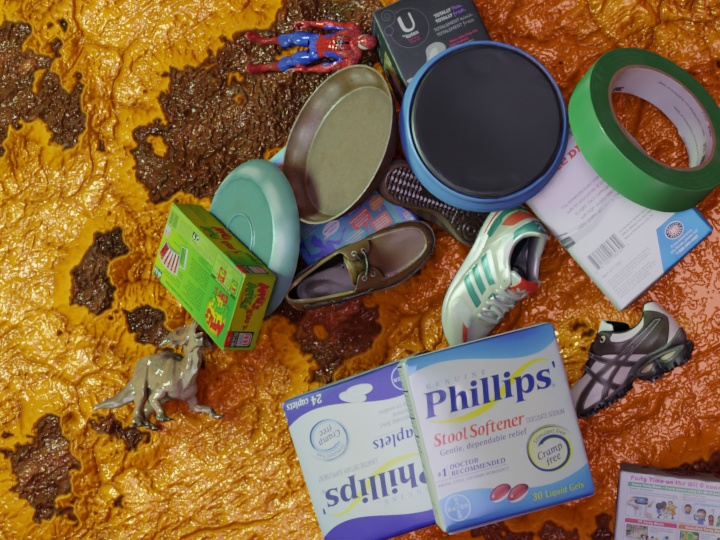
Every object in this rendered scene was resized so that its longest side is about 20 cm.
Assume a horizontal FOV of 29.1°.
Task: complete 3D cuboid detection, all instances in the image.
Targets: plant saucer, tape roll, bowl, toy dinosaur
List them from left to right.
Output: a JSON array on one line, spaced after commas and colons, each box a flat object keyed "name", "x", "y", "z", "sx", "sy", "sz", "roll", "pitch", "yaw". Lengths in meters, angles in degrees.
[{"name": "toy dinosaur", "x": -0.253, "y": 0.132, "z": 1.795, "sx": 0.198, "sy": 0.086, "sz": 0.137, "roll": -14, "pitch": 76, "yaw": 29}, {"name": "plant saucer", "x": -0.143, "y": -0.039, "z": 1.732, "sx": 0.199, "sy": 0.027, "sz": 0.203, "roll": -5, "pitch": 84, "yaw": 51}, {"name": "plant saucer", "x": -0.020, "y": -0.147, "z": 1.667, "sx": 0.199, "sy": 0.034, "sz": 0.202, "roll": -24, "pitch": 56, "yaw": 41}, {"name": "bowl", "x": 0.144, "y": -0.169, "z": 1.601, "sx": 0.198, "sy": 0.039, "sz": 0.203, "roll": 0, "pitch": 83, "yaw": -2}, {"name": "tape roll", "x": 0.336, "y": -0.163, "z": 1.599, "sx": 0.201, "sy": 0.200, "sz": 0.048, "roll": 50, "pitch": 139, "yaw": 8}]

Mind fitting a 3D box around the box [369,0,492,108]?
[{"name": "box", "x": 0.104, "y": -0.233, "z": 1.681, "sx": 0.121, "sy": 0.106, "sz": 0.202, "roll": -23, "pitch": 84, "yaw": -5}]

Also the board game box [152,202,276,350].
[{"name": "board game box", "x": -0.185, "y": 0.005, "z": 1.723, "sx": 0.200, "sy": 0.047, "sz": 0.103, "roll": 41, "pitch": 120, "yaw": 45}]

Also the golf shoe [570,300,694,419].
[{"name": "golf shoe", "x": 0.296, "y": 0.111, "z": 1.658, "sx": 0.199, "sy": 0.078, "sz": 0.095, "roll": -33, "pitch": 82, "yaw": 18}]

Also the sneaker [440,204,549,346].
[{"name": "sneaker", "x": 0.165, "y": 0.020, "z": 1.669, "sx": 0.070, "sy": 0.093, "sz": 0.201, "roll": 17, "pitch": 105, "yaw": -32}]

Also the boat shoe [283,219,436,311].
[{"name": "boat shoe", "x": 0.000, "y": 0.000, "z": 1.692, "sx": 0.199, "sy": 0.068, "sz": 0.072, "roll": -28, "pitch": 86, "yaw": 12}]

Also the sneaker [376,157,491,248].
[{"name": "sneaker", "x": 0.097, "y": -0.090, "z": 1.694, "sx": 0.199, "sy": 0.075, "sz": 0.071, "roll": 27, "pitch": 95, "yaw": -28}]

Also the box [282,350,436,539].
[{"name": "box", "x": 0.026, "y": 0.224, "z": 1.712, "sx": 0.182, "sy": 0.105, "sz": 0.202, "roll": -20, "pitch": 86, "yaw": 13}]

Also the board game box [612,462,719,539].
[{"name": "board game box", "x": 0.373, "y": 0.341, "z": 1.651, "sx": 0.146, "sy": 0.064, "sz": 0.203, "roll": 6, "pitch": 93, "yaw": 12}]

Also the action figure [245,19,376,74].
[{"name": "action figure", "x": -0.062, "y": -0.277, "z": 1.726, "sx": 0.198, "sy": 0.051, "sz": 0.066, "roll": 1, "pitch": 85, "yaw": 35}]

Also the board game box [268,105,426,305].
[{"name": "board game box", "x": -0.028, "y": -0.082, "z": 1.755, "sx": 0.152, "sy": 0.045, "sz": 0.201, "roll": -38, "pitch": 83, "yaw": 11}]

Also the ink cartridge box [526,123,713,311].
[{"name": "ink cartridge box", "x": 0.301, "y": -0.074, "z": 1.657, "sx": 0.146, "sy": 0.086, "sz": 0.200, "roll": -41, "pitch": 80, "yaw": 10}]

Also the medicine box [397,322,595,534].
[{"name": "medicine box", "x": 0.153, "y": 0.179, "z": 1.596, "sx": 0.180, "sy": 0.103, "sz": 0.202, "roll": -14, "pitch": 86, "yaw": -3}]
